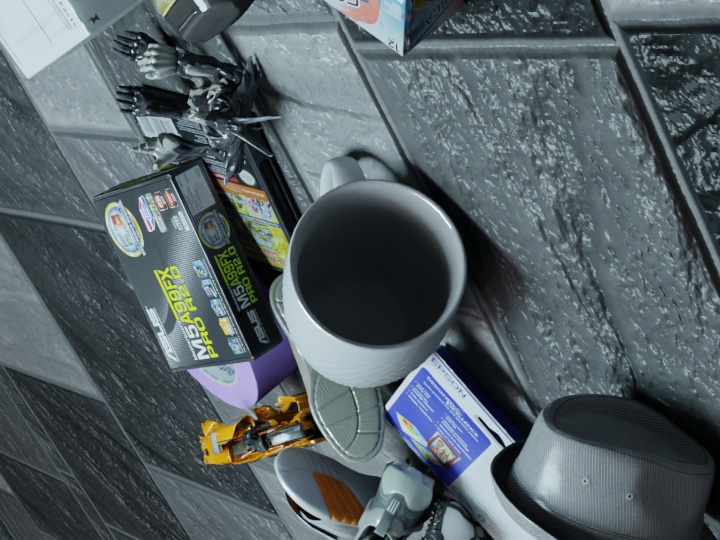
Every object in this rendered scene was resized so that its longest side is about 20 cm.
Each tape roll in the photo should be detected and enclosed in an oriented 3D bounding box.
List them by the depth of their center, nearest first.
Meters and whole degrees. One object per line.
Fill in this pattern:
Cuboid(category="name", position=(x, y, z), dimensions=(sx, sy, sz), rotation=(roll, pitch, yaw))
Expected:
Cuboid(category="tape roll", position=(-0.157, 0.051, 1.912), dimensions=(0.200, 0.066, 0.201), rotation=(38, 152, 24))

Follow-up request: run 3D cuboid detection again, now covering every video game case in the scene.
Cuboid(category="video game case", position=(-0.135, -0.087, 1.728), dimensions=(0.199, 0.025, 0.182), rotation=(18, 140, 49))

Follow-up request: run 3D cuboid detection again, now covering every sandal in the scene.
Cuboid(category="sandal", position=(-0.019, 0.240, 1.779), dimensions=(0.206, 0.059, 0.080), rotation=(25, -144, -42))

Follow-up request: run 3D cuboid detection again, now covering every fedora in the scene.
Cuboid(category="fedora", position=(0.204, 0.160, 1.379), dimensions=(0.199, 0.177, 0.091), rotation=(23, 114, 13))

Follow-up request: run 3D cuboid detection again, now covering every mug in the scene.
Cuboid(category="mug", position=(0.000, 0.000, 1.504), dimensions=(0.176, 0.147, 0.201), rotation=(105, 152, -70))

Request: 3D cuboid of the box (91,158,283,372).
Cuboid(category="box", position=(-0.174, -0.001, 1.764), dimensions=(0.160, 0.044, 0.201), rotation=(-10, 107, 52))

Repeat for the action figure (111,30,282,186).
Cuboid(category="action figure", position=(-0.158, -0.147, 1.581), dimensions=(0.200, 0.102, 0.120), rotation=(28, 117, 48))

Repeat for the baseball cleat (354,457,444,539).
Cuboid(category="baseball cleat", position=(0.031, 0.235, 1.729), dimensions=(0.070, 0.107, 0.200), rotation=(32, 175, 13))

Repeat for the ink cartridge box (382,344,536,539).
Cuboid(category="ink cartridge box", position=(0.117, 0.164, 1.627), dimensions=(0.198, 0.047, 0.200), rotation=(48, 155, 8))

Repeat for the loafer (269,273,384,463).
Cuboid(category="loafer", position=(-0.029, 0.095, 1.736), dimensions=(0.063, 0.071, 0.201), rotation=(91, 155, -79))

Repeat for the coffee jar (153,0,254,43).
Cuboid(category="coffee jar", position=(-0.158, -0.283, 1.417), dimensions=(0.200, 0.085, 0.104), rotation=(53, 153, -3))

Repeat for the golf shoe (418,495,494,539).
Cuboid(category="golf shoe", position=(0.105, 0.271, 1.719), dimensions=(0.094, 0.078, 0.200), rotation=(30, -176, 13))

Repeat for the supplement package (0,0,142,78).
Cuboid(category="supplement package", position=(-0.263, -0.264, 1.595), dimensions=(0.114, 0.109, 0.200), rotation=(56, 156, -12))

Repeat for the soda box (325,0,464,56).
Cuboid(category="soda box", position=(-0.018, -0.240, 1.256), dimensions=(0.200, 0.068, 0.064), rotation=(38, 153, 23))

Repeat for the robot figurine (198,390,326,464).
Cuboid(category="robot figurine", position=(-0.077, 0.159, 1.825), dimensions=(0.200, 0.144, 0.059), rotation=(-22, 83, 51))
